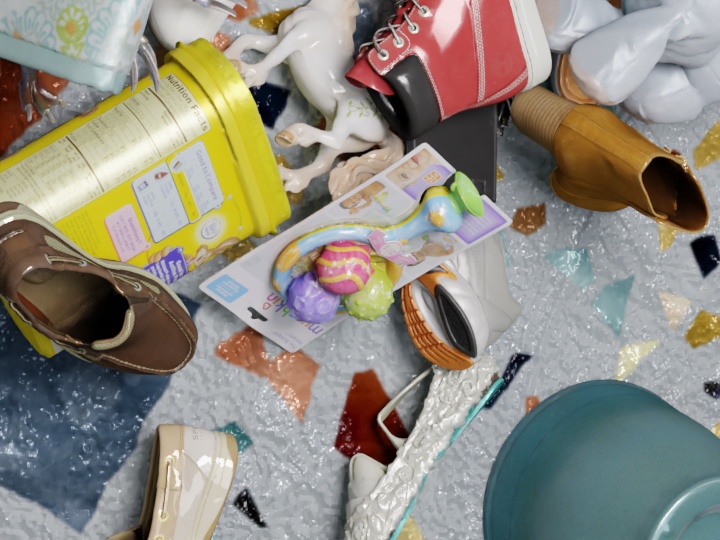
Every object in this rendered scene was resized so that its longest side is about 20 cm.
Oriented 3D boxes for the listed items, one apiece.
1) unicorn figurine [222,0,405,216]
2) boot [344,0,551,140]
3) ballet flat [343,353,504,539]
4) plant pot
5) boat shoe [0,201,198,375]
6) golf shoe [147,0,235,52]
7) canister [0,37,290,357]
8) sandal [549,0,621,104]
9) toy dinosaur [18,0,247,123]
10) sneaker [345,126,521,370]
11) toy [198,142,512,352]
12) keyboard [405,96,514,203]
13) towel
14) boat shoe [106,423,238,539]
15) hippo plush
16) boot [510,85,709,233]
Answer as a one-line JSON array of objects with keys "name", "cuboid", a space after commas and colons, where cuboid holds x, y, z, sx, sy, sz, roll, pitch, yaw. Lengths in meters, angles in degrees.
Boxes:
[{"name": "unicorn figurine", "cuboid": [-0.031, -0.147, 1.609, 0.137, 0.074, 0.201, -27, 100, -28]}, {"name": "boot", "cuboid": [0.040, -0.199, 1.569, 0.144, 0.072, 0.201, -24, 104, -23]}, {"name": "ballet flat", "cuboid": [0.031, 0.140, 1.702, 0.072, 0.072, 0.201, 39, 80, -25]}, {"name": "plant pot", "cuboid": [0.223, 0.199, 1.723, 0.199, 0.188, 0.202, -4, 100, -24]}, {"name": "boat shoe", "cuboid": [-0.173, 0.030, 1.479, 0.075, 0.075, 0.202, -52, 136, 8]}, {"name": "golf shoe", "cuboid": [-0.090, -0.242, 1.557, 0.072, 0.092, 0.201, 20, 91, -29]}, {"name": "canister", "cuboid": [-0.161, -0.047, 1.545, 0.199, 0.087, 0.149, -32, 134, -15]}, {"name": "sandal", "cuboid": [0.207, -0.218, 1.716, 0.079, 0.059, 0.208, 16, 92, -26]}, {"name": "toy dinosaur", "cuboid": [-0.170, -0.178, 1.464, 0.199, 0.105, 0.182, 26, 129, -19]}, {"name": "sneaker", "cuboid": [0.057, -0.032, 1.683, 0.092, 0.075, 0.201, -30, 103, -46]}, {"name": "toy", "cuboid": [0.000, 0.000, 1.591, 0.199, 0.047, 0.115, -34, 136, 19]}, {"name": "keyboard", "cuboid": [0.070, -0.136, 1.660, 0.104, 0.040, 0.201, 11, 73, -29]}, {"name": "towel", "cuboid": [-0.208, -0.220, 1.436, 0.048, 0.199, 0.172, -2, 112, -63]}, {"name": "boat shoe", "cuboid": [-0.150, 0.203, 1.622, 0.069, 0.074, 0.201, 19, 90, -14]}, {"name": "hippo plush", "cuboid": [0.228, -0.192, 1.648, 0.199, 0.160, 0.161, -27, 154, 16]}, {"name": "boot", "cuboid": [0.201, -0.061, 1.660, 0.071, 0.144, 0.201, -55, 144, 1]}]
